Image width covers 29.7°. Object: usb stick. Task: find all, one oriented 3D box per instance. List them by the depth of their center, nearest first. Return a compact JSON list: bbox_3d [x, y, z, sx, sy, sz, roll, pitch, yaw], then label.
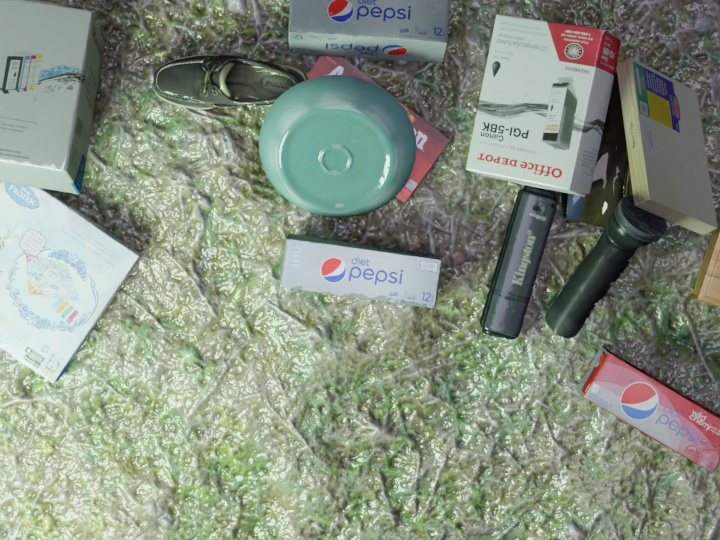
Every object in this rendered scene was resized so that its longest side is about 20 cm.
[{"bbox_3d":[0.205,-0.009,1.757,0.055,0.033,0.201,16,94,-1],"label":"usb stick"}]

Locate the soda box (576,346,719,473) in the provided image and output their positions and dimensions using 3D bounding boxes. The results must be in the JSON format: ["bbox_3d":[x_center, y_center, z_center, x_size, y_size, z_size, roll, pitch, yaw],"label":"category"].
[{"bbox_3d":[0.384,0.180,1.761,0.199,0.063,0.070,30,94,-3],"label":"soda box"}]

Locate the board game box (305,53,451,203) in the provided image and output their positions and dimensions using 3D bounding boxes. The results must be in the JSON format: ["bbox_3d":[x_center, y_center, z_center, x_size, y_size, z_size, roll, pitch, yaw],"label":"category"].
[{"bbox_3d":[0.007,-0.187,1.745,0.200,0.019,0.103,36,92,-4],"label":"board game box"}]

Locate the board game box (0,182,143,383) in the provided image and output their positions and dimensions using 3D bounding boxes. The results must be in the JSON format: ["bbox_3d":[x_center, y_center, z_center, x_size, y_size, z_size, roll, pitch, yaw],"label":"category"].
[{"bbox_3d":[-0.418,0.006,1.743,0.200,0.043,0.199,35,93,-3],"label":"board game box"}]

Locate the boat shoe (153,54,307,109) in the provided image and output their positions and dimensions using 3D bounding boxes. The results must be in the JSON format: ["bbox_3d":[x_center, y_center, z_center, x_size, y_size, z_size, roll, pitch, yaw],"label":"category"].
[{"bbox_3d":[-0.166,-0.240,1.707,0.200,0.066,0.072,4,89,4],"label":"boat shoe"}]

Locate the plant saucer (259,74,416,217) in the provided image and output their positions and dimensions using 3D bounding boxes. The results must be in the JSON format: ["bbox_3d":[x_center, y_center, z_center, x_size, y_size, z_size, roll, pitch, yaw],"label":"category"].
[{"bbox_3d":[-0.029,-0.145,1.697,0.199,0.036,0.201,1,122,2],"label":"plant saucer"}]

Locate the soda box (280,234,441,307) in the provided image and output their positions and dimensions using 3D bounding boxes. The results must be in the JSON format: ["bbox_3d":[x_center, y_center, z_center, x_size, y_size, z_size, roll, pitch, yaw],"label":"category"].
[{"bbox_3d":[0.000,0.000,1.729,0.199,0.068,0.064,8,96,-1],"label":"soda box"}]

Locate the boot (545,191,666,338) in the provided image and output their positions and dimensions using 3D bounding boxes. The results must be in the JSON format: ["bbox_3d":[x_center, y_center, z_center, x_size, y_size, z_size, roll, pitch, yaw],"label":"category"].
[{"bbox_3d":[0.292,-0.001,1.670,0.066,0.165,0.200,41,114,8],"label":"boot"}]

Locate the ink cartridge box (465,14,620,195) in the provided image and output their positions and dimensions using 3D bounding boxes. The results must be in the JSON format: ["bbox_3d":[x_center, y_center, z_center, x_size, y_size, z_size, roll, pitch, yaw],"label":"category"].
[{"bbox_3d":[0.227,-0.205,1.689,0.146,0.083,0.201,13,95,25],"label":"ink cartridge box"}]

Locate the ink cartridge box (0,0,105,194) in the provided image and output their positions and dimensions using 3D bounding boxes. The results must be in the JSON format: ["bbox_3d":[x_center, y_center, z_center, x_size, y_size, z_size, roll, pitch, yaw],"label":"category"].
[{"bbox_3d":[-0.403,-0.213,1.654,0.144,0.147,0.201,9,82,-4],"label":"ink cartridge box"}]

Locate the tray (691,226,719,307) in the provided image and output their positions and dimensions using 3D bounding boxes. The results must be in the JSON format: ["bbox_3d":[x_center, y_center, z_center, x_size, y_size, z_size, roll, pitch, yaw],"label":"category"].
[{"bbox_3d":[0.543,0.019,1.763,0.199,0.037,0.099,17,95,-3],"label":"tray"}]

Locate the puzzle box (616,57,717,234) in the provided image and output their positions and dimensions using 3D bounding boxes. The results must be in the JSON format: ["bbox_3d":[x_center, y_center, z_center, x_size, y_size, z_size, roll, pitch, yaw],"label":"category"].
[{"bbox_3d":[0.377,-0.153,1.671,0.133,0.025,0.201,18,58,-35],"label":"puzzle box"}]

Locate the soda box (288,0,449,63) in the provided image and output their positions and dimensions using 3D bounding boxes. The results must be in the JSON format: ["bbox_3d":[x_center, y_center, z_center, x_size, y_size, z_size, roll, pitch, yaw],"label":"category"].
[{"bbox_3d":[0.010,-0.309,1.703,0.199,0.063,0.069,3,74,-1],"label":"soda box"}]

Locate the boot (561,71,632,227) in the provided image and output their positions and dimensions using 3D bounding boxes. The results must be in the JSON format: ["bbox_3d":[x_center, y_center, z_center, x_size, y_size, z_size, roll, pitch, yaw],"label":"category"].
[{"bbox_3d":[0.302,-0.151,1.725,0.096,0.075,0.201,-4,97,-3],"label":"boot"}]
